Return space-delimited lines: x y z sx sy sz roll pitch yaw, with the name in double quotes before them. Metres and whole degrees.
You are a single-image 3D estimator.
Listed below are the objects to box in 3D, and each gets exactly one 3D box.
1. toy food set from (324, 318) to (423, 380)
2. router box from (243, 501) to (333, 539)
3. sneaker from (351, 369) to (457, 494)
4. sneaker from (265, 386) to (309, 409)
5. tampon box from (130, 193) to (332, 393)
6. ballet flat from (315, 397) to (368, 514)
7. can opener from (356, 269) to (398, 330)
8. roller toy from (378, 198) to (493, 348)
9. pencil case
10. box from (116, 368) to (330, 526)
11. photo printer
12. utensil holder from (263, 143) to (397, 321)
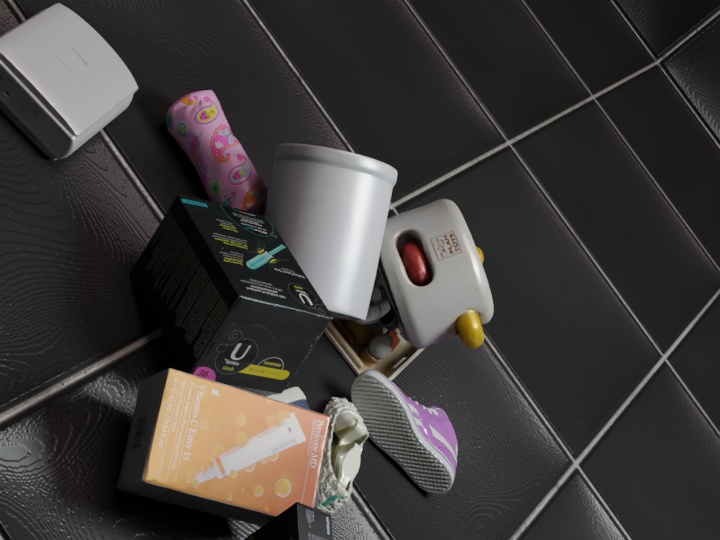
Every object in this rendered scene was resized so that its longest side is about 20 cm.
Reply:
"toy food set" 0.004 0.054 1.914 0.201 0.060 0.143 53 33 0
"router box" -0.091 0.368 1.412 0.052 0.157 0.202 27 41 -32
"sneaker" 0.063 0.200 1.847 0.201 0.072 0.115 55 28 -16
"sneaker" -0.115 0.201 1.617 0.199 0.075 0.085 -16 71 -53
"tampon box" -0.157 0.029 1.630 0.149 0.127 0.201 15 29 -42
"ballet flat" -0.019 0.228 1.717 0.072 0.072 0.201 39 35 -19
"can opener" 0.000 0.000 1.896 0.067 0.052 0.202 57 12 -54
"roller toy" 0.104 0.003 1.864 0.200 0.138 0.184 -112 -178 -64
"pencil case" -0.192 -0.145 1.846 0.087 0.087 0.202 -11 68 -54
"box" -0.149 0.199 1.485 0.198 0.097 0.126 19 70 -23
"photo printer" -0.379 -0.247 1.723 0.167 0.069 0.200 47 33 -8
"utensil holder" -0.051 -0.047 1.779 0.169 0.169 0.203 16 84 -42
